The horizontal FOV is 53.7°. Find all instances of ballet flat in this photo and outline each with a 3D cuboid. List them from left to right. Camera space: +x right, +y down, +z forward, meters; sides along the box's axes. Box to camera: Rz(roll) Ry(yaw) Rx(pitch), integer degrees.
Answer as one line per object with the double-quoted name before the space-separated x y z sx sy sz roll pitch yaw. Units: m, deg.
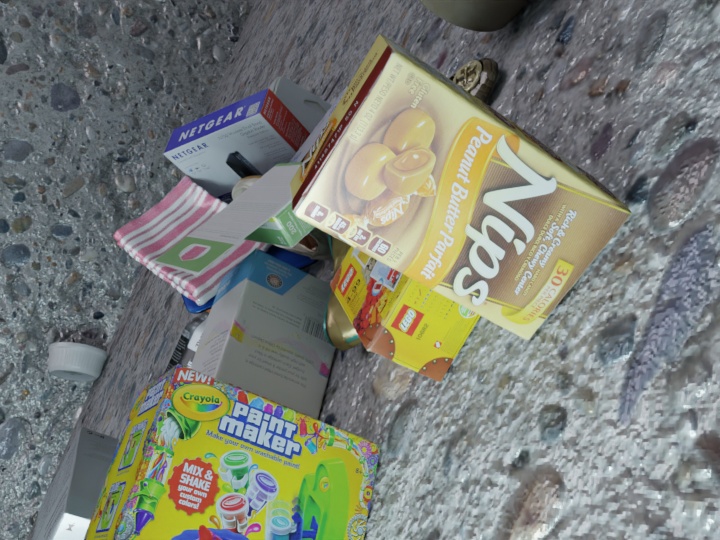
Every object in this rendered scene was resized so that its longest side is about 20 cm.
"ballet flat" 0.000 0.000 0.778 0.062 0.069 0.202 -19 44 21
"ballet flat" 0.076 -0.166 0.783 0.199 0.046 0.068 -36 36 50

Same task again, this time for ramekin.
"ramekin" -0.999 0.325 2.500 0.202 0.200 0.096 -30 50 54

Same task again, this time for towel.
"towel" -0.231 -0.046 0.987 0.199 0.030 0.146 31 61 29

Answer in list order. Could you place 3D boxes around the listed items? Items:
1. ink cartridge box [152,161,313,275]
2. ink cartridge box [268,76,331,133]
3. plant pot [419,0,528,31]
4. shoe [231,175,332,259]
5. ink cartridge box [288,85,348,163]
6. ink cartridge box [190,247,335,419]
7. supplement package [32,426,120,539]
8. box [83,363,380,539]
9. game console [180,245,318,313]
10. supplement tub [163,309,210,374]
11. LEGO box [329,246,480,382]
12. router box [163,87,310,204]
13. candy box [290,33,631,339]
"ink cartridge box" -0.119 -0.049 0.792 0.200 0.048 0.145 -45 27 -22
"ink cartridge box" -0.117 -0.185 1.108 0.200 0.145 0.084 -37 35 50
"plant pot" 0.131 -0.343 0.699 0.175 0.197 0.202 115 165 -46
"shoe" -0.104 -0.070 0.926 0.198 0.053 0.071 28 122 30
"ink cartridge box" -0.034 -0.141 0.940 0.200 0.093 0.045 -45 28 40
"ink cartridge box" -0.115 0.106 0.811 0.125 0.127 0.203 -29 40 55
"supplement package" -0.305 0.337 0.906 0.149 0.189 0.200 -61 22 7
"box" -0.111 0.214 0.589 0.122 0.198 0.195 -32 39 52
"game console" -0.166 -0.006 1.034 0.171 0.197 0.120 107 139 -73
"supplement tub" -0.209 0.151 0.983 0.122 0.121 0.203 8 74 67
"LEGO box" 0.066 -0.032 0.619 0.202 0.076 0.149 -60 23 10
"router box" -0.154 -0.157 1.035 0.198 0.179 0.049 -12 51 35
"candy box" 0.066 -0.048 0.473 0.116 0.198 0.056 -54 22 21
